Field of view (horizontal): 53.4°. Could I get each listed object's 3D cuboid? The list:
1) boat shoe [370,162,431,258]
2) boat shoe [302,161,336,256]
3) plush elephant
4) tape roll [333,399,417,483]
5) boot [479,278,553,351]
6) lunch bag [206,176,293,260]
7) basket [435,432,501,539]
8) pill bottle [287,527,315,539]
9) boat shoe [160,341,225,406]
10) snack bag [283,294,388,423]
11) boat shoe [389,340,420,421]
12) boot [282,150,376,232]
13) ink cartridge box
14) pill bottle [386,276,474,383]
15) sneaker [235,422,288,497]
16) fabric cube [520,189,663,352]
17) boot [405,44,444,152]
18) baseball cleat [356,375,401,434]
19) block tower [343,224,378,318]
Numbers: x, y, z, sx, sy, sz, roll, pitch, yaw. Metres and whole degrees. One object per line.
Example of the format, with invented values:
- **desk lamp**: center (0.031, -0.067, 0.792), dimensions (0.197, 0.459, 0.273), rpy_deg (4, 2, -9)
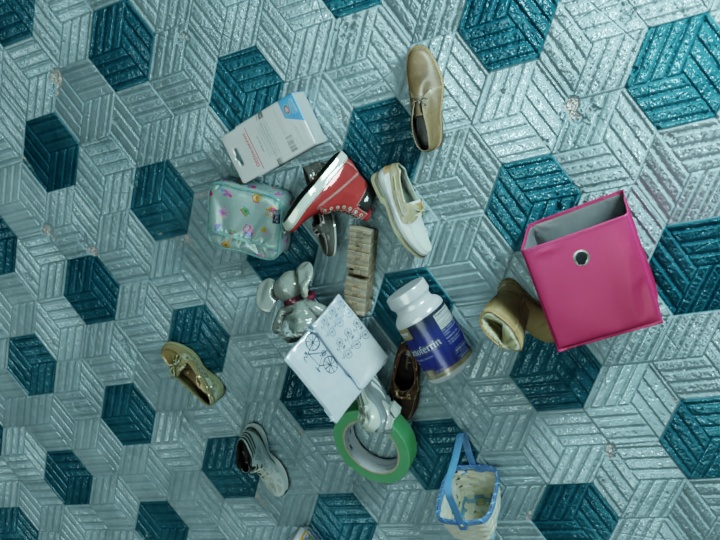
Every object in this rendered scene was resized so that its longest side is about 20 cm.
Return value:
- **boat shoe**: center (0.096, -0.123, 1.464), dimensions (0.068, 0.075, 0.203), rpy_deg (-28, 95, 31)
- **boat shoe**: center (-0.090, -0.129, 1.528), dimensions (0.056, 0.067, 0.206), rpy_deg (-9, 102, -23)
- **plush elephant**: center (-0.139, 0.071, 1.573), dimensions (0.161, 0.199, 0.159), rpy_deg (-12, 81, 21)
- **tape roll**: center (0.033, 0.394, 1.648), dimensions (0.196, 0.048, 0.205), rpy_deg (15, 123, 23)
- **boot**: center (0.313, 0.110, 1.388), dimensions (0.174, 0.200, 0.067), rpy_deg (39, 116, 4)
- **lunch bag**: center (-0.245, -0.112, 1.592), dimensions (0.195, 0.077, 0.164), rpy_deg (15, 112, 15)
- **basket**: center (0.231, 0.485, 1.556), dimensions (0.136, 0.177, 0.204), rpy_deg (-5, 117, 25)
- **pill bottle**: center (-0.115, 0.762, 1.811), dimensions (0.199, 0.112, 0.112), rpy_deg (43, 116, 2)
- **boat shoe**: center (-0.427, 0.256, 1.788), dimensions (0.198, 0.063, 0.074), rpy_deg (38, 117, 6)
- **snack bag**: center (-0.050, 0.185, 1.511), dimensions (0.190, 0.200, 0.021), rpy_deg (52, 149, -13)
- **boat shoe**: center (0.097, 0.250, 1.588), dimensions (0.069, 0.070, 0.205), rpy_deg (7, 111, 14)
- **boot**: center (-0.056, -0.124, 1.468), dimensions (0.145, 0.072, 0.201), rpy_deg (46, 75, -18)
- **ink cartridge box**: center (-0.185, -0.281, 1.520), dimensions (0.197, 0.067, 0.118), rpy_deg (-23, 99, 25)
- **pill bottle**: center (0.144, 0.124, 1.504), dimensions (0.114, 0.116, 0.203), rpy_deg (-30, 95, 26)
- **sneaker**: center (-0.255, 0.494, 1.773), dimensions (0.074, 0.115, 0.204), rpy_deg (-22, 99, 25)
- **fabric cube**: center (0.423, -0.002, 1.312), dimensions (0.192, 0.200, 0.203), rpy_deg (-19, 101, 23)
- **boot**: center (0.123, -0.332, 1.386), dimensions (0.072, 0.075, 0.205), rpy_deg (-4, 105, 23)
- **baseball cleat**: center (0.033, 0.276, 1.584), dimensions (0.104, 0.203, 0.070), rpy_deg (16, 133, -23)
- **block tower**: center (0.000, 0.000, 1.551), dimensions (0.053, 0.058, 0.205), rpy_deg (11, 113, 16)
